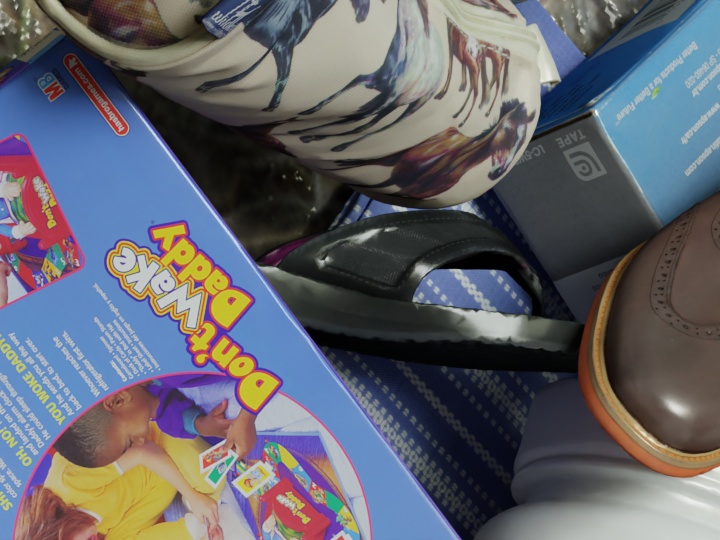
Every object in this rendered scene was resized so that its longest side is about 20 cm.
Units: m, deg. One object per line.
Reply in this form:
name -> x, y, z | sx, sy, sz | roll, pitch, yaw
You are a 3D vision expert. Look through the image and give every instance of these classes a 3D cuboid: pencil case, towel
pencil case -> -0.013, -0.075, 0.880 | 0.200, 0.089, 0.078 | 25, 55, -62
towel -> 0.049, 0.009, 1.047 | 0.145, 0.024, 0.200 | 46, 55, -20

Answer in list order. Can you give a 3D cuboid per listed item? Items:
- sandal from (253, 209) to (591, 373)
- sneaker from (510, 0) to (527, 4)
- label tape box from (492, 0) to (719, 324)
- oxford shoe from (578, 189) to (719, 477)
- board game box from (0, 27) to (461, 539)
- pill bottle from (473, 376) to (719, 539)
sandal -> 0.000, 0.000, 0.942 | 0.200, 0.075, 0.048 | 11, 83, -18
sneaker -> 0.079, -0.118, 0.984 | 0.100, 0.200, 0.075 | 11, 91, -2
label tape box -> 0.147, 0.002, 1.062 | 0.200, 0.063, 0.144 | 57, 45, -9
oxford shoe -> 0.133, -0.007, 0.945 | 0.071, 0.073, 0.200 | 42, 43, 3
board game box -> -0.078, 0.047, 0.873 | 0.134, 0.045, 0.200 | -37, 102, -6
pill bottle -> 0.079, 0.142, 0.955 | 0.113, 0.113, 0.200 | 27, 66, -29
